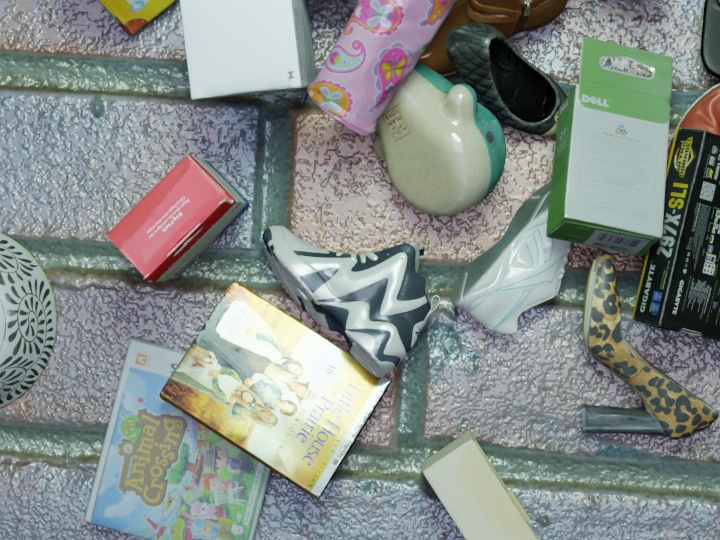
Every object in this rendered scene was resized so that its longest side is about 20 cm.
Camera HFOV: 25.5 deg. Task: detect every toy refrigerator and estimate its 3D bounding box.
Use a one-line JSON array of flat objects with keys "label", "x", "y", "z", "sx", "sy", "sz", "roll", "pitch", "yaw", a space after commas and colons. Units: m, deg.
[{"label": "toy refrigerator", "x": 0.146, "y": 0.269, "z": 1.649, "sx": 0.070, "sy": 0.076, "sz": 0.201, "roll": -33, "pitch": 89, "yaw": 2}]

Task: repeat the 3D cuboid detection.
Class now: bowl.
[{"label": "bowl", "x": -0.425, "y": 0.053, "z": 1.660, "sx": 0.198, "sy": 0.094, "sz": 0.203, "roll": 0, "pitch": 90, "yaw": 3}]

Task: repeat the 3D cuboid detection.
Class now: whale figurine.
[{"label": "whale figurine", "x": 0.074, "y": -0.158, "z": 1.626, "sx": 0.103, "sy": 0.159, "sz": 0.201, "roll": -30, "pitch": 90, "yaw": -38}]

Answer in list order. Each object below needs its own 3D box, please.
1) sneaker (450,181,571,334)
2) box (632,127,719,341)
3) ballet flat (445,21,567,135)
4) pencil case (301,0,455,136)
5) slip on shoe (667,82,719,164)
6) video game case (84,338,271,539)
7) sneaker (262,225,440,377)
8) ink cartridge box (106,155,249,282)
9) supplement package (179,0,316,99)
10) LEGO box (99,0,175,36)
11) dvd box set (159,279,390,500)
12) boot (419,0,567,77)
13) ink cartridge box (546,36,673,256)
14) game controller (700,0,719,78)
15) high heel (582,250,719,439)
[{"label": "sneaker", "x": 0.185, "y": -0.020, "z": 1.655, "sx": 0.080, "sy": 0.070, "sz": 0.200, "roll": 41, "pitch": 94, "yaw": -15}, {"label": "box", "x": 0.369, "y": -0.029, "z": 1.615, "sx": 0.158, "sy": 0.049, "sz": 0.202, "roll": 12, "pitch": 92, "yaw": -31}, {"label": "ballet flat", "x": 0.157, "y": -0.185, "z": 1.603, "sx": 0.057, "sy": 0.199, "sz": 0.067, "roll": 27, "pitch": 88, "yaw": 46}, {"label": "pencil case", "x": 0.025, "y": -0.230, "z": 1.536, "sx": 0.087, "sy": 0.087, "sz": 0.201, "roll": 32, "pitch": 109, "yaw": 2}, {"label": "slip on shoe", "x": 0.342, "y": -0.109, "z": 1.644, "sx": 0.074, "sy": 0.061, "sz": 0.201, "roll": 37, "pitch": 91, "yaw": 3}, {"label": "video game case", "x": -0.182, "y": 0.192, "z": 1.688, "sx": 0.180, "sy": 0.022, "sz": 0.202, "roll": 15, "pitch": 91, "yaw": 2}, {"label": "sneaker", "x": 0.000, "y": 0.000, "z": 1.657, "sx": 0.129, "sy": 0.080, "sz": 0.199, "roll": -41, "pitch": 67, "yaw": -17}, {"label": "ink cartridge box", "x": -0.182, "y": -0.051, "z": 1.596, "sx": 0.116, "sy": 0.200, "sz": 0.067, "roll": -44, "pitch": 89, "yaw": 2}, {"label": "supplement package", "x": -0.109, "y": -0.231, "z": 1.586, "sx": 0.112, "sy": 0.200, "sz": 0.111, "roll": -6, "pitch": 97, "yaw": 2}, {"label": "LEGO box", "x": -0.204, "y": -0.354, "z": 1.612, "sx": 0.199, "sy": 0.149, "sz": 0.077, "roll": -38, "pitch": 65, "yaw": 2}, {"label": "dvd box set", "x": -0.088, "y": 0.124, "z": 1.656, "sx": 0.199, "sy": 0.029, "sz": 0.147, "roll": 33, "pitch": 77, "yaw": 6}, {"label": "boot", "x": 0.116, "y": -0.261, "z": 1.603, "sx": 0.198, "sy": 0.155, "sz": 0.074, "roll": -24, "pitch": 85, "yaw": 1}, {"label": "ink cartridge box", "x": 0.252, "y": -0.124, "z": 1.601, "sx": 0.103, "sy": 0.059, "sz": 0.202, "roll": 11, "pitch": 70, "yaw": -9}, {"label": "game controller", "x": 0.451, "y": -0.238, "z": 1.641, "sx": 0.198, "sy": 0.042, "sz": 0.106, "roll": 6, "pitch": 72, "yaw": 3}, {"label": "high heel", "x": 0.299, "y": 0.076, "z": 1.637, "sx": 0.141, "sy": 0.071, "sz": 0.202, "roll": 0, "pitch": 107, "yaw": 9}]
